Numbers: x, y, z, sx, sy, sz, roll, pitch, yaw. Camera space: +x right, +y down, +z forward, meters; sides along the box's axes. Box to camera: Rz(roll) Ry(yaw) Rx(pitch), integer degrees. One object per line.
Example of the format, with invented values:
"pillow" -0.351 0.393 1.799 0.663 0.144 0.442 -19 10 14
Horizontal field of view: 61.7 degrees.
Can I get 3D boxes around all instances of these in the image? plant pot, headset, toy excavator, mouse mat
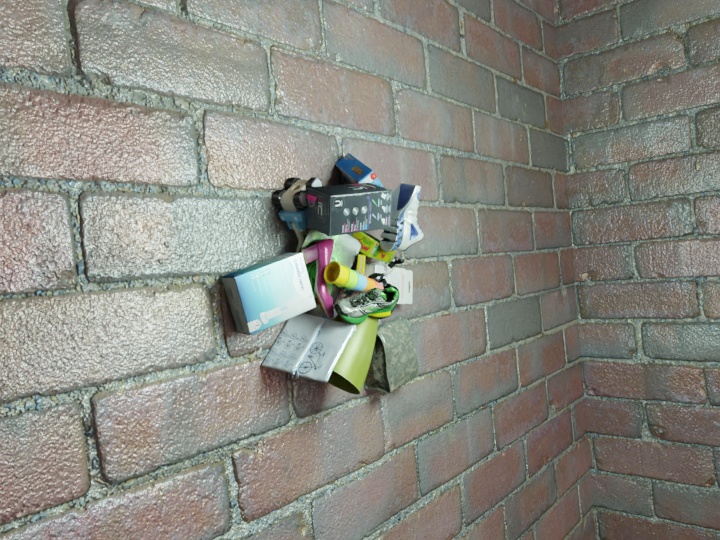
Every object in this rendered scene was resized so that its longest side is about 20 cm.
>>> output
"plant pot" -0.037 0.200 1.638 0.187 0.186 0.202 47 63 -37
"headset" 0.074 0.049 1.785 0.124 0.093 0.202 45 45 -27
"toy excavator" -0.159 -0.126 1.627 0.195 0.099 0.202 -51 133 -38
"mouse mat" -0.097 -0.023 1.621 0.160 0.008 0.202 29 81 -25

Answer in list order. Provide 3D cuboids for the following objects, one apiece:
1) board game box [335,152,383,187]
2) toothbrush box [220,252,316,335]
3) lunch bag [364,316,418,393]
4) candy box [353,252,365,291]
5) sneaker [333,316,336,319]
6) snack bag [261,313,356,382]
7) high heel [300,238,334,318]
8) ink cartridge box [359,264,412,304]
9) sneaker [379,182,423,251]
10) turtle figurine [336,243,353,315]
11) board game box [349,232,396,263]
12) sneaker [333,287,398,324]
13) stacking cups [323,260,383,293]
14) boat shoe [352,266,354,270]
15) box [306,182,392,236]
"board game box" 0.027 -0.231 1.782 0.056 0.200 0.197 -37 122 -3
"toothbrush box" -0.224 0.053 1.494 0.198 0.085 0.149 -23 104 -33
"lunch bag" 0.088 0.254 1.867 0.163 0.116 0.203 -18 105 -49
"candy box" 0.000 0.000 1.752 0.200 0.026 0.104 -72 171 -84
"sneaker" -0.021 0.153 1.761 0.200 0.088 0.079 -51 123 -33
"snack bag" -0.131 0.193 1.548 0.190 0.197 0.022 -60 148 -34
"high heel" -0.083 0.020 1.591 0.095 0.067 0.203 -21 90 -13
"ink cartridge box" 0.084 0.048 1.919 0.199 0.067 0.119 9 80 -49
"sneaker" 0.131 -0.142 1.714 0.114 0.080 0.202 14 97 -46
"turtle figurine" -0.094 0.016 1.683 0.148 0.101 0.203 11 91 -18
"board game box" 0.026 -0.075 1.781 0.048 0.101 0.200 -59 160 6
"sneaker" 0.015 0.080 1.584 0.198 0.086 0.078 -11 50 -38
"stacking cups" -0.014 0.034 1.603 0.199 0.060 0.061 27 66 -48
"boat shoe" -0.068 -0.064 1.744 0.074 0.065 0.202 -48 122 -41
"box" -0.028 -0.163 1.573 0.198 0.122 0.108 -11 112 -34
